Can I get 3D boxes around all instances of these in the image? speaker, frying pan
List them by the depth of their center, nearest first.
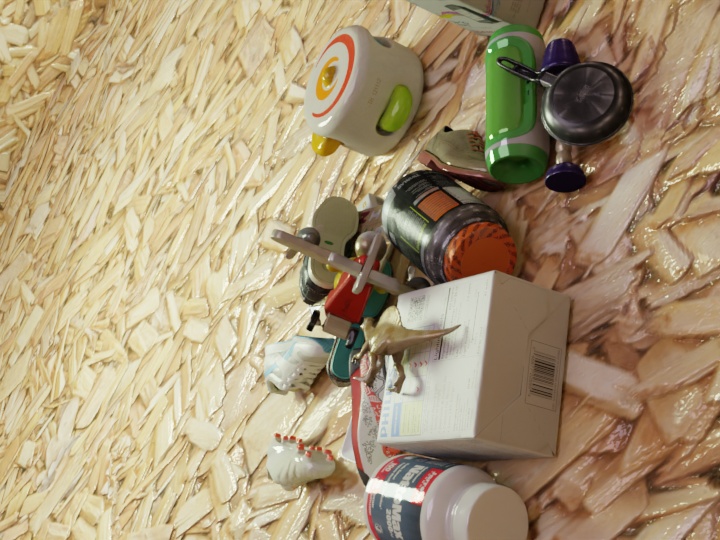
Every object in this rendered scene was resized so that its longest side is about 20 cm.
[{"bbox_3d":[0.255,-0.233,1.441,0.114,0.031,0.191,-34,61,6],"label":"frying pan"},{"bbox_3d":[0.204,-0.218,1.537,0.088,0.088,0.202,-30,49,49],"label":"speaker"}]

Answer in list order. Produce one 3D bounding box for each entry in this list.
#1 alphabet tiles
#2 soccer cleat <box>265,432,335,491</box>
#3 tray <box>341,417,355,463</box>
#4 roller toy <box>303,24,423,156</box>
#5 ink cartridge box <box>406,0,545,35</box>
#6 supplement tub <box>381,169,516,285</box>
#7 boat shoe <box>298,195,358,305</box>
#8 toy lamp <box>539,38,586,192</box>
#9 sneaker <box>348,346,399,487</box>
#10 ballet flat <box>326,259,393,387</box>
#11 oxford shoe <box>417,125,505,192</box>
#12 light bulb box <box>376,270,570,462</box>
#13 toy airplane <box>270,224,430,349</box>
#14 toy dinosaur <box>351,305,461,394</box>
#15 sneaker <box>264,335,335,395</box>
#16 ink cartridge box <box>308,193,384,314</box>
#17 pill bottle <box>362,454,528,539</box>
[{"bbox_3d":[-0.010,-0.023,1.757,0.199,0.006,0.168,-11,51,57],"label":"alphabet tiles"},{"bbox_3d":[-0.091,0.296,1.764,0.200,0.069,0.079,3,81,67],"label":"soccer cleat"},{"bbox_3d":[0.032,0.179,1.663,0.107,0.022,0.202,10,82,59],"label":"tray"},{"bbox_3d":[-0.003,-0.284,1.863,0.199,0.139,0.184,-32,47,49],"label":"roller toy"},{"bbox_3d":[0.140,-0.397,1.629,0.147,0.198,0.087,21,92,60],"label":"ink cartridge box"},{"bbox_3d":[0.117,-0.047,1.548,0.123,0.122,0.200,-64,30,12],"label":"supplement tub"},{"bbox_3d":[-0.051,-0.034,1.758,0.068,0.071,0.201,119,169,-45],"label":"boat shoe"},{"bbox_3d":[0.253,-0.199,1.472,0.058,0.058,0.202,-32,49,48],"label":"toy lamp"},{"bbox_3d":[0.047,0.192,1.572,0.107,0.067,0.204,-14,70,25],"label":"sneaker"},{"bbox_3d":[-0.004,0.077,1.739,0.075,0.067,0.202,99,-171,-76],"label":"ballet flat"},{"bbox_3d":[0.144,-0.160,1.621,0.075,0.070,0.200,-63,32,3],"label":"oxford shoe"},{"bbox_3d":[0.134,0.122,1.420,0.199,0.124,0.201,-16,60,57],"label":"light bulb box"},{"bbox_3d":[0.000,0.000,1.577,0.197,0.200,0.142,-3,50,35],"label":"toy airplane"},{"bbox_3d":[0.034,0.092,1.422,0.199,0.058,0.102,0,72,60],"label":"toy dinosaur"},{"bbox_3d":[-0.088,0.147,1.841,0.200,0.076,0.082,-25,61,59],"label":"sneaker"},{"bbox_3d":[-0.021,-0.019,1.849,0.200,0.037,0.095,-49,37,30],"label":"ink cartridge box"},{"bbox_3d":[0.101,0.286,1.390,0.199,0.119,0.121,-4,70,58],"label":"pill bottle"}]
